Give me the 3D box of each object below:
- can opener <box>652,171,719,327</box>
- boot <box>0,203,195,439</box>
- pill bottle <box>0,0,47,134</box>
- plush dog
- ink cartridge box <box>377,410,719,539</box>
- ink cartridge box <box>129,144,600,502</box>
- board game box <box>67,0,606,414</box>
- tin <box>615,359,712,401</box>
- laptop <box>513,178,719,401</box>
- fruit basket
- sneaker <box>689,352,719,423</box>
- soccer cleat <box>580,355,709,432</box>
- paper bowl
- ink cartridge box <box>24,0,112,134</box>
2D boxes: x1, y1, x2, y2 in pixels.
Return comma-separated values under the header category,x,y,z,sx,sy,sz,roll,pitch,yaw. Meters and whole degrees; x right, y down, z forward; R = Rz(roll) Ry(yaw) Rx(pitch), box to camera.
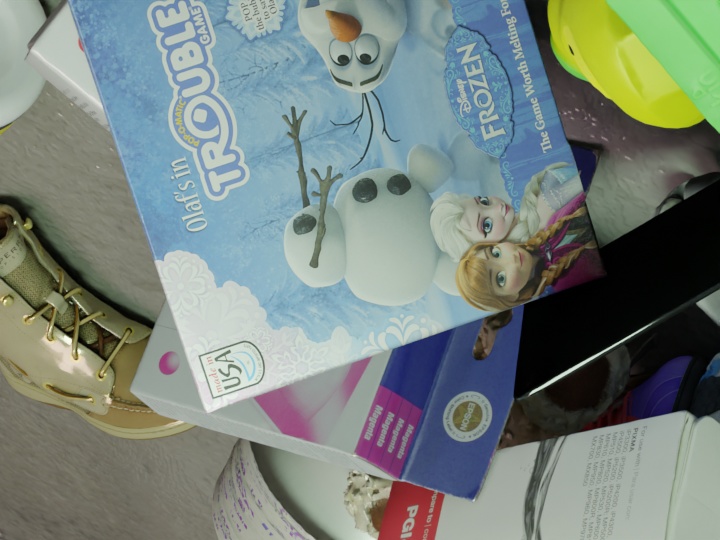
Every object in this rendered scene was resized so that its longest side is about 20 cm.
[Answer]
category,x,y,z,sx,sy,sz,roll,pitch,yaw
can opener,0.225,0.028,1.164,0.200,0.053,0.067,42,149,-17
boot,-0.194,0.031,1.534,0.199,0.073,0.156,15,148,37
pill bottle,-0.266,-0.106,1.365,0.112,0.112,0.200,40,149,-13
plush dog,0.051,0.031,1.281,0.172,0.160,0.200,47,121,3
ink cartridge box,0.124,0.152,1.151,0.147,0.083,0.199,36,145,-32
ink cartridge box,0.000,0.000,1.191,0.199,0.197,0.043,12,164,31
board game box,-0.010,-0.062,1.055,0.043,0.198,0.201,-129,20,-81
tin,0.202,0.104,1.311,0.112,0.042,0.200,48,147,-17
laptop,0.182,0.026,1.039,0.199,0.177,0.104,22,106,0
fruit basket,0.150,-0.105,0.968,0.214,0.156,0.216,10,136,10
sneaker,0.226,0.106,1.176,0.086,0.075,0.200,12,158,34
soccer cleat,0.144,0.101,1.262,0.073,0.068,0.200,25,151,10
paper bowl,0.019,0.138,1.385,0.200,0.201,0.105,31,118,3
ink cartridge box,-0.042,-0.097,1.116,0.200,0.145,0.084,39,176,-9
